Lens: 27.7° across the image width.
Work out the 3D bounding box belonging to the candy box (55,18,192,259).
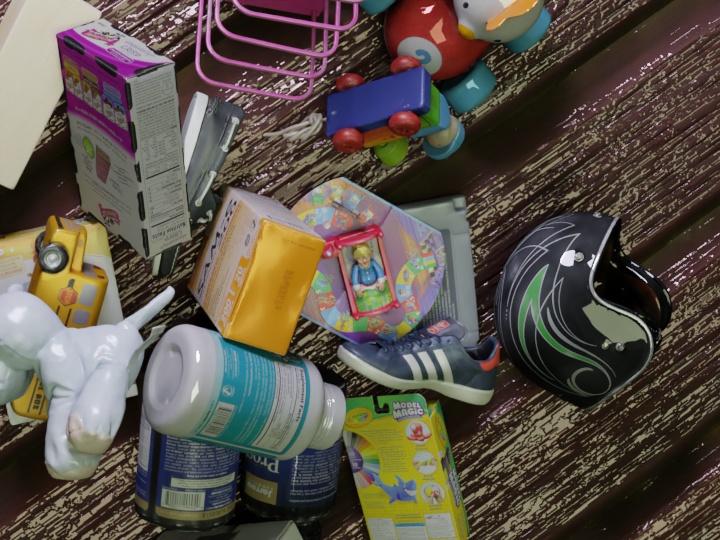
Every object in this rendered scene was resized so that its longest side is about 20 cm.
[{"bbox_3d":[-0.234,-0.131,1.453,0.061,0.136,0.202,-24,130,-32],"label":"candy box"}]

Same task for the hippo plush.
[{"bbox_3d":[-0.301,0.097,1.403,0.160,0.160,0.201,26,116,-11],"label":"hippo plush"}]

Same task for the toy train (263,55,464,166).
[{"bbox_3d":[0.007,-0.151,1.587,0.116,0.198,0.086,36,48,-49],"label":"toy train"}]

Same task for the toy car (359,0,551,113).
[{"bbox_3d":[0.121,-0.273,1.517,0.177,0.200,0.184,-47,111,-4],"label":"toy car"}]

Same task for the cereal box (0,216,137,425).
[{"bbox_3d":[-0.326,0.053,1.561,0.142,0.040,0.202,-13,107,-12],"label":"cereal box"}]

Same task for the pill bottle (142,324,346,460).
[{"bbox_3d":[-0.113,0.129,1.482,0.199,0.111,0.112,19,99,-34],"label":"pill bottle"}]

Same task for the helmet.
[{"bbox_3d":[0.244,0.038,1.643,0.200,0.200,0.191,-43,89,-2],"label":"helmet"}]

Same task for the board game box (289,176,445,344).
[{"bbox_3d":[0.000,0.000,1.606,0.199,0.039,0.159,29,97,-16],"label":"board game box"}]

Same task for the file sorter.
[{"bbox_3d":[-0.078,-0.273,1.444,0.137,0.200,0.127,7,66,-17],"label":"file sorter"}]

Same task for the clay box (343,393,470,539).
[{"bbox_3d":[0.049,0.226,1.681,0.114,0.048,0.202,-5,110,23],"label":"clay box"}]

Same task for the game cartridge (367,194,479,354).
[{"bbox_3d":[0.065,0.021,1.669,0.132,0.041,0.202,-11,107,-17],"label":"game cartridge"}]

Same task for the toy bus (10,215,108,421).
[{"bbox_3d":[-0.315,0.051,1.507,0.078,0.065,0.202,15,100,-19],"label":"toy bus"}]

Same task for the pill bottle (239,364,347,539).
[{"bbox_3d":[-0.077,0.213,1.636,0.111,0.112,0.202,2,103,-16],"label":"pill bottle"}]

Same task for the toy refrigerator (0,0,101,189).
[{"bbox_3d":[-0.345,-0.193,1.477,0.075,0.070,0.201,25,97,-28],"label":"toy refrigerator"}]

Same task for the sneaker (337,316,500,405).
[{"bbox_3d":[0.069,0.088,1.633,0.198,0.075,0.085,13,103,-28],"label":"sneaker"}]

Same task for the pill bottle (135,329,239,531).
[{"bbox_3d":[-0.184,0.171,1.586,0.111,0.112,0.202,3,104,-17],"label":"pill bottle"}]

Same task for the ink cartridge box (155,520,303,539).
[{"bbox_3d":[-0.136,0.363,1.613,0.083,0.198,0.146,-49,120,-48],"label":"ink cartridge box"}]

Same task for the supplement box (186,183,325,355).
[{"bbox_3d":[-0.113,-0.006,1.521,0.073,0.200,0.127,17,97,-21],"label":"supplement box"}]

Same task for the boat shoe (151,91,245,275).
[{"bbox_3d":[-0.174,-0.085,1.550,0.060,0.076,0.202,15,100,-13],"label":"boat shoe"}]
